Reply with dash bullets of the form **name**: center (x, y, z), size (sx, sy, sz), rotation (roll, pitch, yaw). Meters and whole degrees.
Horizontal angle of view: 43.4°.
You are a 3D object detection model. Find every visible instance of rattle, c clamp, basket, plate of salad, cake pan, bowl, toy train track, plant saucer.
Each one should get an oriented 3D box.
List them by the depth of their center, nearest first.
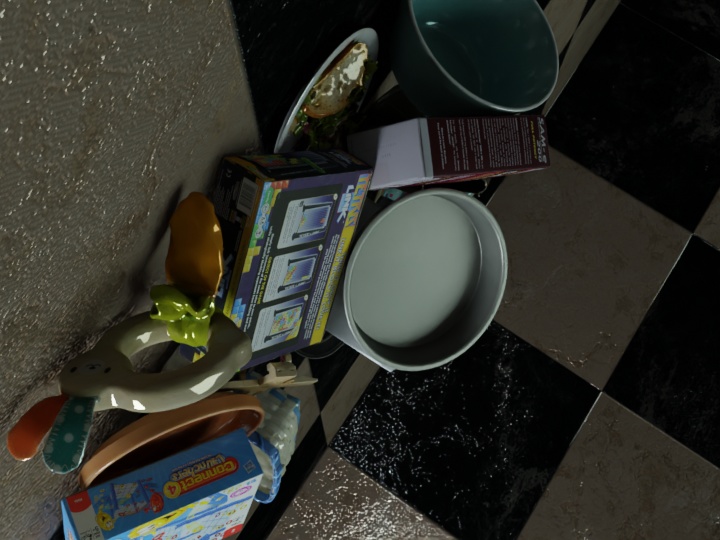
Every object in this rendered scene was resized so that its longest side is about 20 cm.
- **rattle**: center (-0.186, 0.048, 0.703), size (0.198, 0.130, 0.144), rotation (-20, 139, -30)
- **plate of salad**: center (-0.029, -0.150, 0.921), size (0.201, 0.048, 0.200), rotation (-56, 170, -14)
- **plant saucer**: center (-0.195, 0.178, 0.937), size (0.198, 0.033, 0.201), rotation (-25, 162, -9)
- **cake pan**: center (0.066, 0.007, 0.971), size (0.202, 0.199, 0.037), rotation (-58, -150, 1)
- **toy train track**: center (-0.121, 0.119, 0.982), size (0.113, 0.033, 0.200), rotation (0, 163, -29)
- **bowl**: center (0.111, -0.240, 1.000), size (0.201, 0.201, 0.105), rotation (-50, -172, -37)
- **c clamp**: center (-0.044, 0.014, 1.196), size (0.200, 0.171, 0.027), rotation (-48, -156, 4)
- **basket**: center (-0.168, 0.252, 1.196), size (0.201, 0.138, 0.178), rotation (-57, 167, -41)

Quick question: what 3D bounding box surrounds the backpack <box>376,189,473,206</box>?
- **backpack**: center (0.097, -0.146, 1.292), size (0.178, 0.149, 0.202), rotation (-170, -76, -86)

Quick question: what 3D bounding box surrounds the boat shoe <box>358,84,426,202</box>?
- **boat shoe**: center (0.032, -0.166, 1.143), size (0.201, 0.072, 0.068), rotation (-54, 179, 42)

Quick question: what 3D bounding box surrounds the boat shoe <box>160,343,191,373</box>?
- **boat shoe**: center (-0.143, 0.066, 0.979), size (0.201, 0.072, 0.068), rotation (-58, -174, -18)

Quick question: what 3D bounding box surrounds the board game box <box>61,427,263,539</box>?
- **board game box**: center (-0.215, 0.265, 0.975), size (0.194, 0.056, 0.201), rotation (-19, 154, -25)

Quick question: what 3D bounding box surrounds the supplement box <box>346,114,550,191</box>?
- **supplement box**: center (0.095, -0.123, 0.939), size (0.198, 0.108, 0.062), rotation (-11, 94, -41)

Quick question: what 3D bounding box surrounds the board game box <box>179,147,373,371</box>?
- **board game box**: center (-0.079, -0.012, 0.868), size (0.165, 0.056, 0.202), rotation (-16, 129, -54)

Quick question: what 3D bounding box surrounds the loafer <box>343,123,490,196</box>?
- **loafer**: center (0.066, -0.125, 1.070), size (0.072, 0.197, 0.074), rotation (-86, 173, -45)

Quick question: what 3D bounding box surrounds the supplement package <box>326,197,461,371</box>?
- **supplement package**: center (0.000, 0.000, 1.078), size (0.157, 0.199, 0.111), rotation (-58, 170, 2)
